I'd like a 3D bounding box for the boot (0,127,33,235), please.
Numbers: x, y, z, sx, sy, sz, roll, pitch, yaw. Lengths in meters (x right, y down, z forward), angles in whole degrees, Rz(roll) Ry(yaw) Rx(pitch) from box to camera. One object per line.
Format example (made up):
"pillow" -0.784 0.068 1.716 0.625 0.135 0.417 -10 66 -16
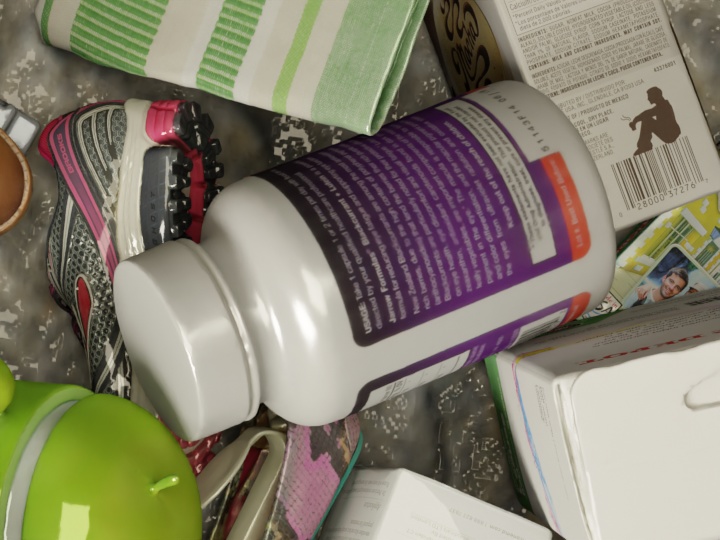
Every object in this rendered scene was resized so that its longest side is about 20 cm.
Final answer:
"boot" -0.222 -0.075 1.208 0.200 0.155 0.077 34 80 -9

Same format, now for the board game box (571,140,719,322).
"board game box" 0.207 0.045 1.401 0.135 0.029 0.200 -45 97 -11

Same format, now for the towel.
"towel" -0.047 -0.149 1.291 0.200 0.023 0.153 16 81 33

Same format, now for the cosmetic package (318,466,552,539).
"cosmetic package" 0.003 0.193 1.304 0.081 0.113 0.200 22 84 -11

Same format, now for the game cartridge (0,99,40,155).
"game cartridge" -0.261 -0.062 1.296 0.200 0.042 0.133 32 85 -9

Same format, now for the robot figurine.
"robot figurine" -0.156 0.104 1.235 0.200 0.176 0.116 4 46 23

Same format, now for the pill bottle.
"pill bottle" 0.000 0.000 1.249 0.200 0.111 0.112 -22 92 -22

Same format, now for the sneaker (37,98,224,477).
"sneaker" -0.104 0.023 1.313 0.074 0.081 0.201 1 90 18

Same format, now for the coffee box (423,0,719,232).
"coffee box" 0.085 -0.114 1.338 0.080 0.113 0.200 -21 91 -14

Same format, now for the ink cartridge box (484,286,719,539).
"ink cartridge box" 0.144 0.062 1.270 0.144 0.200 0.084 -13 94 -5

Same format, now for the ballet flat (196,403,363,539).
"ballet flat" -0.062 0.140 1.309 0.071 0.069 0.200 28 77 -32
